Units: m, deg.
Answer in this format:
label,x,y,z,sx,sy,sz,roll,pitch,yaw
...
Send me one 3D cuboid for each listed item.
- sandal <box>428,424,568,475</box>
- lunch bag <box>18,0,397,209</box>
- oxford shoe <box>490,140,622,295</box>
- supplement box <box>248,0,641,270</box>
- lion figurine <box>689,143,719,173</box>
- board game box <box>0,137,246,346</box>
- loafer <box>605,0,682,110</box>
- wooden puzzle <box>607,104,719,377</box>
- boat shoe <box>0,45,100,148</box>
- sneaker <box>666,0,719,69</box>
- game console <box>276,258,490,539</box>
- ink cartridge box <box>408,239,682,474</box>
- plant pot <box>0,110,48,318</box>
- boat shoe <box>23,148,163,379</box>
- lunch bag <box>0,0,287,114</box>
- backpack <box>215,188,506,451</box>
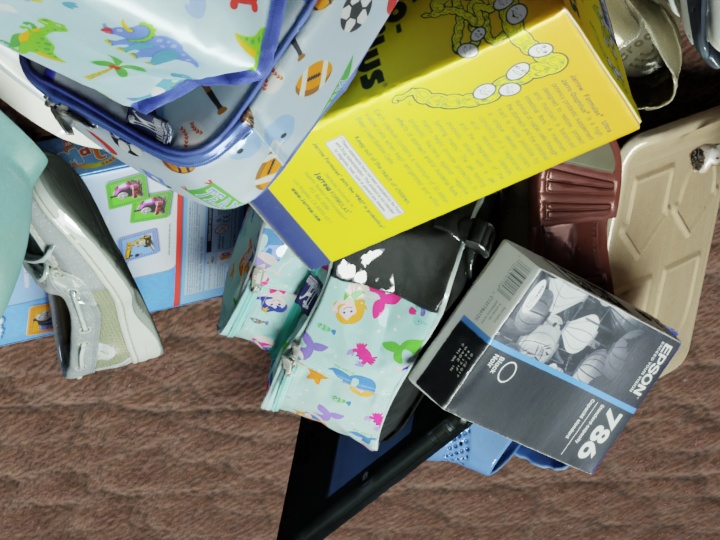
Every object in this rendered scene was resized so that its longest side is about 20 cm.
label,x,y,z,sx,sy,sz,roll,pitch,yaw
sandal,0.077,0.103,1.993,0.199,0.087,0.080,-10,147,-14
lunch bag,-0.076,-0.137,1.468,0.200,0.160,0.076,-54,150,-8
oxford shoe,0.109,-0.004,1.729,0.070,0.075,0.201,2,111,-25
supplement box,0.029,-0.105,1.524,0.199,0.109,0.110,-24,141,15
lion figurine,0.271,-0.096,1.767,0.122,0.072,0.201,2,119,-38
board game box,-0.166,-0.022,1.721,0.199,0.037,0.152,-13,145,-15
loafer,0.125,-0.149,1.679,0.200,0.068,0.076,18,130,-42
wooden puzzle,0.173,-0.010,1.819,0.185,0.046,0.201,-20,128,-60
boat shoe,-0.170,-0.132,1.545,0.068,0.072,0.200,-35,136,18
sneaker,0.213,-0.184,1.627,0.079,0.130,0.199,-14,146,-14
game console,0.020,0.072,1.828,0.031,0.177,0.200,34,132,-17
ink cartridge box,0.120,0.057,1.681,0.200,0.039,0.100,24,103,-51
plant pot,-0.250,-0.047,1.523,0.134,0.200,0.200,-50,146,-7
boat shoe,-0.167,0.003,1.659,0.065,0.075,0.202,-26,152,-3
lunch bag,-0.114,-0.199,1.353,0.170,0.201,0.127,27,153,-38
backpack,0.000,0.000,1.712,0.150,0.178,0.200,16,138,3
